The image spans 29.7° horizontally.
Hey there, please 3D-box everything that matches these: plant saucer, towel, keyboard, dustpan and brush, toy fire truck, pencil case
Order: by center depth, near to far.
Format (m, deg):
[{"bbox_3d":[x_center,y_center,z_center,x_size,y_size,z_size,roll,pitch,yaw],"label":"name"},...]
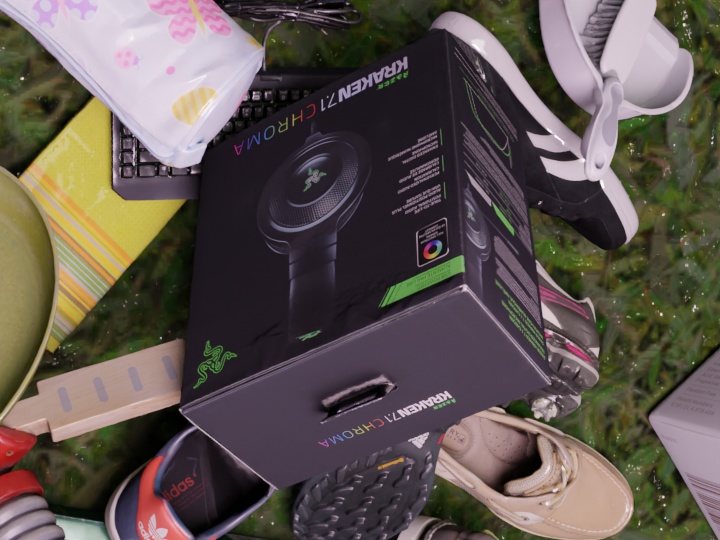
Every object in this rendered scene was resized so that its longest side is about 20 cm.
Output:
[{"bbox_3d":[-0.163,0.136,0.701,0.200,0.128,0.177,-46,68,19],"label":"toy fire truck"},{"bbox_3d":[-0.243,0.030,0.702,0.200,0.199,0.031,-46,151,-13],"label":"plant saucer"},{"bbox_3d":[-0.146,-0.146,0.732,0.199,0.083,0.091,39,47,-5],"label":"pencil case"},{"bbox_3d":[-0.148,-0.053,0.805,0.201,0.018,0.086,-50,116,-13],"label":"towel"},{"bbox_3d":[-0.057,-0.109,0.824,0.197,0.021,0.129,-5,99,-28],"label":"keyboard"},{"bbox_3d":[0.158,-0.128,0.865,0.139,0.057,0.202,39,57,-22],"label":"dustpan and brush"}]

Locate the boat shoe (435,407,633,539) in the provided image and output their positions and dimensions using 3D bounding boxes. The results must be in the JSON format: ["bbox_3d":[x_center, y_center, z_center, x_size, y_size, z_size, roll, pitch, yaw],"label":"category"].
[{"bbox_3d":[0.111,0.133,0.900,0.198,0.065,0.073,29,83,-24],"label":"boat shoe"}]

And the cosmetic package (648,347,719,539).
[{"bbox_3d":[0.347,0.115,0.946,0.199,0.166,0.168,-39,107,-16],"label":"cosmetic package"}]

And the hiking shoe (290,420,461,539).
[{"bbox_3d":[0.018,0.092,0.831,0.074,0.087,0.201,23,124,-14],"label":"hiking shoe"}]

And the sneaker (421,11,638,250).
[{"bbox_3d":[0.084,-0.056,0.871,0.200,0.073,0.112,44,79,-22],"label":"sneaker"}]

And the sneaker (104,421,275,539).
[{"bbox_3d":[-0.059,0.094,0.795,0.075,0.084,0.200,48,58,-10],"label":"sneaker"}]

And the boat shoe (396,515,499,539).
[{"bbox_3d":[0.091,0.236,0.881,0.203,0.060,0.072,56,49,-31],"label":"boat shoe"}]

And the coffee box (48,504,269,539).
[{"bbox_3d":[-0.125,0.214,0.818,0.197,0.044,0.125,13,89,-24],"label":"coffee box"}]

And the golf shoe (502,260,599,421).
[{"bbox_3d":[0.067,0.017,0.880,0.199,0.077,0.089,32,46,-10],"label":"golf shoe"}]

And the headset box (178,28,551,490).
[{"bbox_3d":[0.000,0.000,0.728,0.093,0.172,0.202,45,32,-39],"label":"headset box"}]
